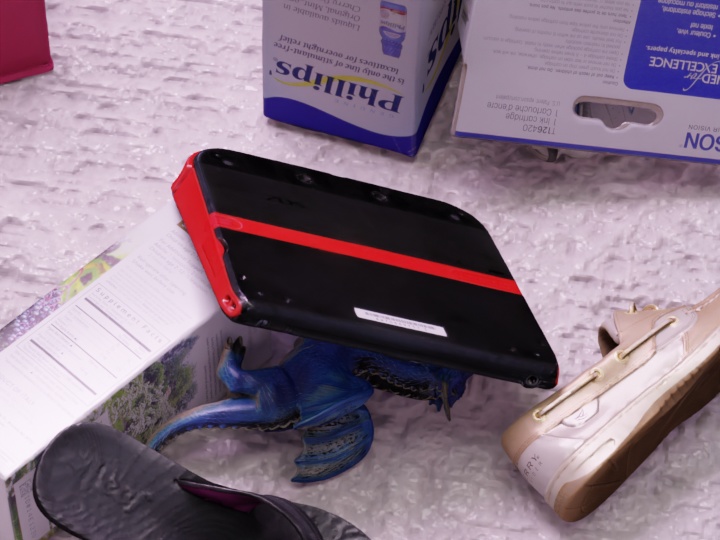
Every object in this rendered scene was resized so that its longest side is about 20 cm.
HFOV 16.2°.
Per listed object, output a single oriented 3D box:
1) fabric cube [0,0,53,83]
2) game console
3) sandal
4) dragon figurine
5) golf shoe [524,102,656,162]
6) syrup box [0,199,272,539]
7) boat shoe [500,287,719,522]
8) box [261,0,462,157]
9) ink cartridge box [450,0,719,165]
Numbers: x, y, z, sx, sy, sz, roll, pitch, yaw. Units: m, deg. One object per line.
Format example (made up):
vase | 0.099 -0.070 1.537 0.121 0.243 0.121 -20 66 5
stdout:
fabric cube | -0.311 -0.235 1.556 0.195 0.200 0.200 -16 53 -12
game console | 0.000 0.000 1.405 0.199 0.031 0.177 12 29 -23
sandal | -0.074 0.140 1.314 0.200 0.048 0.076 22 73 -11
dragon figurine | -0.027 0.075 1.398 0.200 0.059 0.099 -32 58 -25
golf shoe | 0.137 -0.168 1.560 0.097 0.078 0.201 -4 86 -18
syrup box | -0.143 0.057 1.398 0.081 0.079 0.200 36 59 25
boat shoe | 0.158 0.052 1.409 0.069 0.074 0.200 40 61 20
box | 0.017 -0.208 1.536 0.105 0.200 0.184 16 53 10
ink cartridge box | 0.161 -0.167 1.481 0.197 0.201 0.047 6 28 -10
